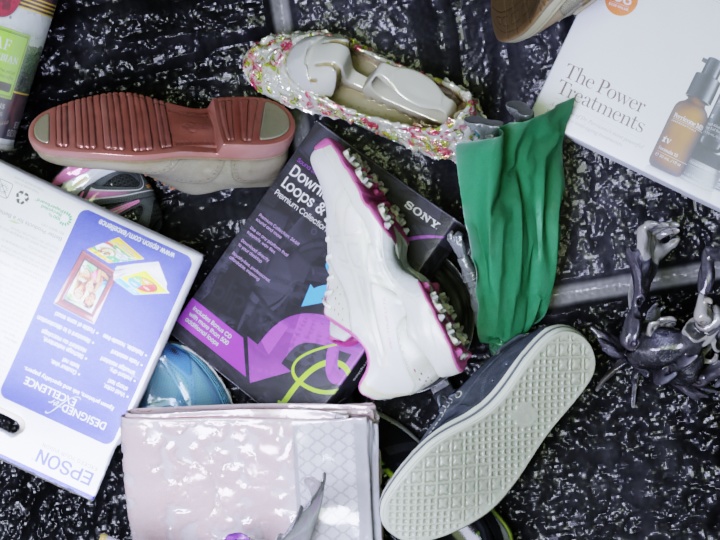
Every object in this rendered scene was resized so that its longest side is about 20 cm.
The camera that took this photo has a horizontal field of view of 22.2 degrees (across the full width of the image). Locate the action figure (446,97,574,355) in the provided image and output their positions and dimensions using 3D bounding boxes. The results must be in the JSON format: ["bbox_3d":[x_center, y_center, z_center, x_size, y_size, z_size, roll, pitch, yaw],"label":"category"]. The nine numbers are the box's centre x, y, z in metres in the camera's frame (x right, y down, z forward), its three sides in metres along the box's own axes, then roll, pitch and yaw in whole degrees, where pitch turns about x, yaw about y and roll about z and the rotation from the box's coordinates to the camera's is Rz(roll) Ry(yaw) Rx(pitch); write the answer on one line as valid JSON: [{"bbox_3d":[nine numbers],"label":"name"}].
[{"bbox_3d":[0.107,-0.020,1.346,0.055,0.117,0.202,29,129,47],"label":"action figure"}]

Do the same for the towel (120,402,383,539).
[{"bbox_3d":[-0.076,0.197,1.340,0.189,0.032,0.202,-2,101,6],"label":"towel"}]

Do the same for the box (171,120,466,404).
[{"bbox_3d":[-0.033,0.007,1.386,0.143,0.036,0.201,35,90,22],"label":"box"}]

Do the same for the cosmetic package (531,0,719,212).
[{"bbox_3d":[0.245,-0.137,1.348,0.199,0.052,0.152,26,93,10],"label":"cosmetic package"}]

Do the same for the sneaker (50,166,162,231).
[{"bbox_3d":[-0.239,-0.011,1.427,0.200,0.080,0.087,-39,85,10],"label":"sneaker"}]

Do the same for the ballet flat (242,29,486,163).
[{"bbox_3d":[0.004,-0.143,1.383,0.198,0.064,0.076,19,70,8],"label":"ballet flat"}]

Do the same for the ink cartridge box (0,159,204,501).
[{"bbox_3d":[-0.244,0.039,1.373,0.196,0.047,0.201,25,89,-1],"label":"ink cartridge box"}]

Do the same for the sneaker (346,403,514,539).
[{"bbox_3d":[0.033,0.164,1.373,0.199,0.083,0.072,31,96,9],"label":"sneaker"}]

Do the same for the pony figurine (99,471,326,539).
[{"bbox_3d":[-0.091,0.244,1.274,0.198,0.167,0.194,12,138,-1],"label":"pony figurine"}]

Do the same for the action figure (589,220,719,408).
[{"bbox_3d":[0.248,0.023,1.323,0.118,0.103,0.200,31,139,-17],"label":"action figure"}]

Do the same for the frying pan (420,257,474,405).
[{"bbox_3d":[0.060,0.059,1.391,0.190,0.031,0.115,38,96,10],"label":"frying pan"}]

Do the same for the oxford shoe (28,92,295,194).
[{"bbox_3d":[-0.150,-0.085,1.386,0.198,0.074,0.071,2,47,-8],"label":"oxford shoe"}]

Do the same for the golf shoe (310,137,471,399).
[{"bbox_3d":[0.000,0.000,1.321,0.091,0.075,0.201,-31,71,13],"label":"golf shoe"}]

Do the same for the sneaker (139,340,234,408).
[{"bbox_3d":[-0.132,0.150,1.401,0.078,0.090,0.202,-17,88,11],"label":"sneaker"}]

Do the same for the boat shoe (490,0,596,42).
[{"bbox_3d":[0.153,-0.215,1.310,0.064,0.200,0.073,-1,73,-21],"label":"boat shoe"}]

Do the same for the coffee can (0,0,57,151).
[{"bbox_3d":[-0.305,-0.209,1.403,0.145,0.146,0.202,19,95,10],"label":"coffee can"}]

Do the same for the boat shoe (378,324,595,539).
[{"bbox_3d":[0.088,0.117,1.334,0.200,0.062,0.075,-46,108,-10],"label":"boat shoe"}]
